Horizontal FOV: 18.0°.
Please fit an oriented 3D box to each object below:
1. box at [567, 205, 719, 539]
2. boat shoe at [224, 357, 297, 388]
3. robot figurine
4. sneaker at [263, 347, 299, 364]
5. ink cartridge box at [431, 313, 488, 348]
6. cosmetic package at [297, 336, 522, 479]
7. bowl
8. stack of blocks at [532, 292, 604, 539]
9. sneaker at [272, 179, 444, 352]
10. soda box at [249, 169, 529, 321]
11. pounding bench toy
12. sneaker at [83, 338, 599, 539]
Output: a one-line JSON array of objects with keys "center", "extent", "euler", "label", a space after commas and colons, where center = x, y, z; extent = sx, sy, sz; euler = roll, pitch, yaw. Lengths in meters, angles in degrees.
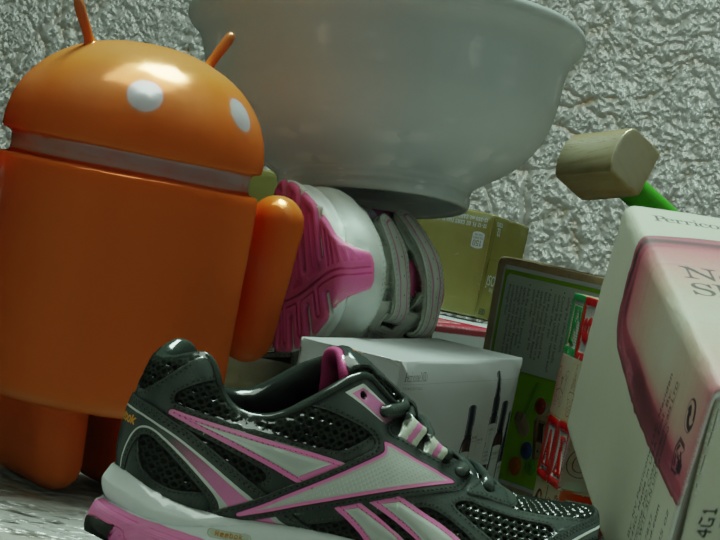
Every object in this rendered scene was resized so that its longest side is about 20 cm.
[{"center": [0.165, 0.064, 0.888], "extent": [0.127, 0.110, 0.200], "euler": [9, 20, -7], "label": "box"}, {"center": [-0.014, 0.074, 1.134], "extent": [0.071, 0.063, 0.200], "euler": [11, 2, 26], "label": "boat shoe"}, {"center": [-0.105, -0.009, 0.955], "extent": [0.142, 0.202, 0.117], "euler": [11, 1, 9], "label": "robot figurine"}, {"center": [-0.098, 0.047, 1.257], "extent": [0.199, 0.078, 0.078], "euler": [10, 3, 37], "label": "sneaker"}, {"center": [-0.014, 0.056, 1.354], "extent": [0.199, 0.084, 0.145], "euler": [12, 2, 31], "label": "ink cartridge box"}, {"center": [0.020, 0.074, 1.014], "extent": [0.050, 0.083, 0.200], "euler": [10, 2, 18], "label": "cosmetic package"}, {"center": [0.010, -0.077, 1.113], "extent": [0.199, 0.091, 0.201], "euler": [4, -7, 1], "label": "bowl"}, {"center": [0.185, 0.088, 1.032], "extent": [0.198, 0.116, 0.059], "euler": [11, 2, -6], "label": "stack of blocks"}, {"center": [0.000, 0.000, 1.092], "extent": [0.087, 0.082, 0.200], "euler": [1, 0, -6], "label": "sneaker"}, {"center": [-0.002, -0.018, 1.405], "extent": [0.198, 0.065, 0.068], "euler": [11, -1, 24], "label": "soda box"}, {"center": [0.164, 0.036, 1.170], "extent": [0.155, 0.202, 0.124], "euler": [8, 2, -34], "label": "pounding bench toy"}, {"center": [0.003, 0.074, 0.834], "extent": [0.198, 0.087, 0.080], "euler": [11, 3, -24], "label": "sneaker"}]
